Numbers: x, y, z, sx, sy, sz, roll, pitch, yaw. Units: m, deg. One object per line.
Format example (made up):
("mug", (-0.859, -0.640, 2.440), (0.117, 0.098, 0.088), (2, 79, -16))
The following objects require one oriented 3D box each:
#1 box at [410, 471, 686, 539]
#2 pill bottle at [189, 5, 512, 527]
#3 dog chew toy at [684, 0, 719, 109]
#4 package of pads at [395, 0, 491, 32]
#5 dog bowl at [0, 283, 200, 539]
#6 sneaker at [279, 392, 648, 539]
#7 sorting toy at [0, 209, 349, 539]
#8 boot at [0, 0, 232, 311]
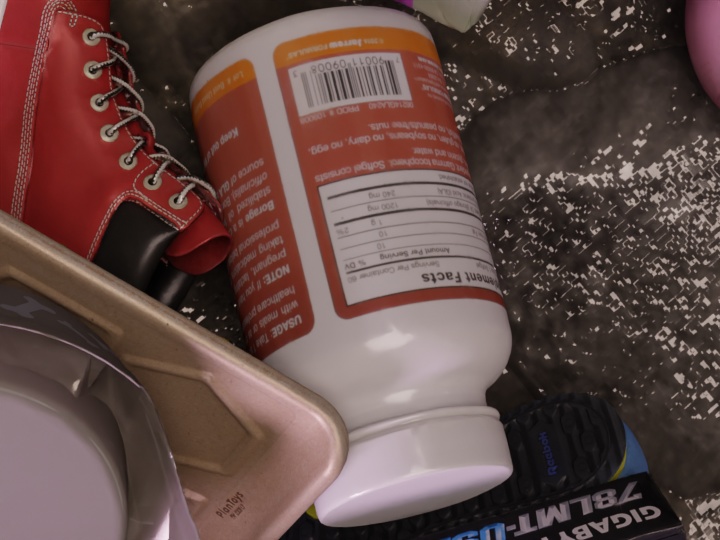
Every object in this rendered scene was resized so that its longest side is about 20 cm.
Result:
("box", (0.048, 0.201, 0.999), (0.197, 0.050, 0.201), (-15, 122, -11))
("pill bottle", (0.000, 0.000, 0.982), (0.111, 0.112, 0.202), (-11, 74, -9))
("dog chew toy", (0.224, -0.156, 1.044), (0.124, 0.125, 0.201), (24, 78, -8))
("package of pads", (-0.018, -0.210, 0.998), (0.199, 0.068, 0.155), (22, 53, -9))
("dog bowl", (-0.162, 0.092, 0.885), (0.198, 0.059, 0.202), (-8, 121, -14))
("sneaker", (0.031, 0.111, 1.035), (0.198, 0.079, 0.066), (-13, 59, 8))
("sorting toy", (-0.116, 0.052, 0.967), (0.199, 0.185, 0.037), (34, 51, -5))
("boot", (-0.101, -0.074, 0.981), (0.143, 0.072, 0.202), (18, 93, 26))
